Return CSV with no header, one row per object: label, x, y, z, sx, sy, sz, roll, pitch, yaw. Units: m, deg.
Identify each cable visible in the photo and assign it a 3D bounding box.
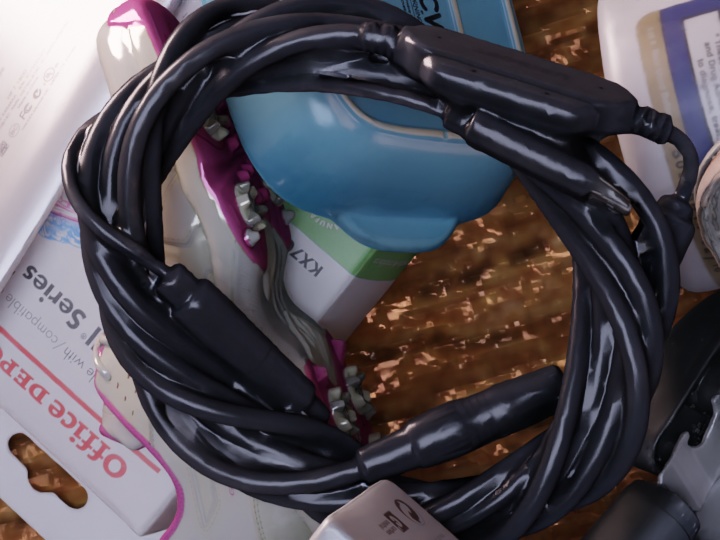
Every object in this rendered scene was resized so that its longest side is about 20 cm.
cable,0.000,0.000,0.941,0.199,0.051,0.164,16,100,5

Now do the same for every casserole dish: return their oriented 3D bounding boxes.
casserole dish,0.002,-0.104,1.020,0.039,0.121,0.201,-34,63,47

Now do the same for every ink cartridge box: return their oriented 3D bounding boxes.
ink cartridge box,-0.074,0.013,1.075,0.117,0.067,0.200,40,99,11

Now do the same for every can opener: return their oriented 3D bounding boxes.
can opener,0.093,0.095,1.012,0.066,0.053,0.200,14,57,48

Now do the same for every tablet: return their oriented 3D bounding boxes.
tablet,-0.132,-0.071,1.078,0.130,0.014,0.200,33,91,45

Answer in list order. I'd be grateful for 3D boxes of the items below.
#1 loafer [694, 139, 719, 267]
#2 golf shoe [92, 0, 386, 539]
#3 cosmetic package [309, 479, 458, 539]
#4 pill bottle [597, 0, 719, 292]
loafer,0.183,0.033,0.933,0.200,0.063,0.072,42,118,-8
golf shoe,-0.060,0.010,1.002,0.091,0.075,0.201,-22,85,14
cosmetic package,0.043,0.168,0.891,0.200,0.071,0.102,40,105,8
pill bottle,0.187,-0.069,0.987,0.199,0.111,0.112,-15,86,14
